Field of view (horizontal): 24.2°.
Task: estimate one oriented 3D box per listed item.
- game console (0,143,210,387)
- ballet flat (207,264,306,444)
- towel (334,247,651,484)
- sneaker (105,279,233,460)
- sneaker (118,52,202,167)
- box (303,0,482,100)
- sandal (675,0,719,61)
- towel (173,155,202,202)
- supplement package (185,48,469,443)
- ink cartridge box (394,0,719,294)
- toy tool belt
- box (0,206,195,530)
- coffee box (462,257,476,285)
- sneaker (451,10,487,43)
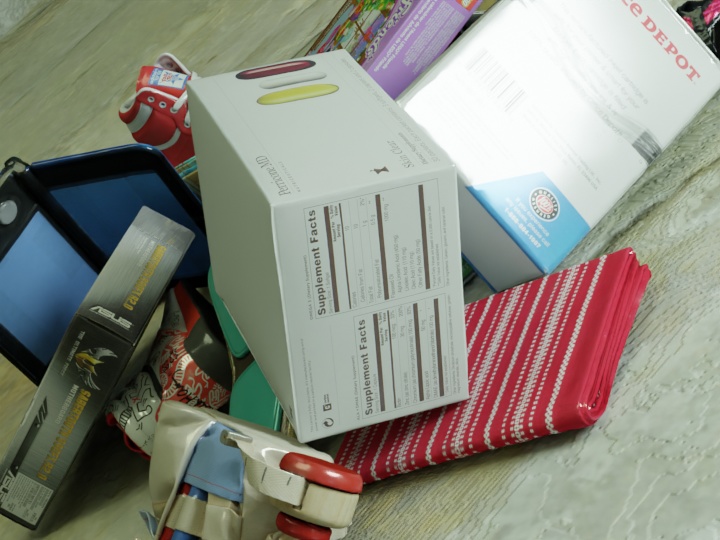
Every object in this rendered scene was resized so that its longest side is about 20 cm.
[{"bbox_3d":[-0.206,0.005,1.310,0.118,0.200,0.171,22,71,33],"label":"game console"},{"bbox_3d":[-0.056,0.067,1.131,0.070,0.071,0.201,-29,49,17],"label":"ballet flat"},{"bbox_3d":[0.077,0.063,1.018,0.199,0.023,0.145,-21,29,38],"label":"towel"},{"bbox_3d":[-0.144,0.075,1.257,0.108,0.067,0.201,-46,16,1],"label":"sneaker"},{"bbox_3d":[-0.116,-0.146,1.423,0.199,0.113,0.071,-25,25,25],"label":"sneaker"},{"bbox_3d":[0.002,-0.149,1.199,0.200,0.039,0.137,-52,24,13],"label":"box"},{"bbox_3d":[0.258,-0.191,1.223,0.075,0.045,0.201,-18,28,37],"label":"sandal"},{"bbox_3d":[-0.096,-0.063,1.383,0.199,0.146,0.022,-29,57,17],"label":"towel"},{"bbox_3d":[-0.023,-0.022,1.021,0.110,0.157,0.200,-14,30,-15],"label":"supplement package"},{"bbox_3d":[0.121,-0.108,1.110,0.200,0.145,0.084,-45,6,-21],"label":"ink cartridge box"},{"bbox_3d":[-0.065,0.154,0.956,0.200,0.124,0.124,12,84,65],"label":"toy tool belt"},{"bbox_3d":[-0.202,0.072,1.250,0.201,0.048,0.159,-58,6,31],"label":"box"},{"bbox_3d":[0.000,0.000,1.225,0.123,0.044,0.200,-41,23,-17],"label":"coffee box"},{"bbox_3d":[0.075,-0.169,1.275,0.199,0.076,0.115,-13,21,44],"label":"sneaker"}]
